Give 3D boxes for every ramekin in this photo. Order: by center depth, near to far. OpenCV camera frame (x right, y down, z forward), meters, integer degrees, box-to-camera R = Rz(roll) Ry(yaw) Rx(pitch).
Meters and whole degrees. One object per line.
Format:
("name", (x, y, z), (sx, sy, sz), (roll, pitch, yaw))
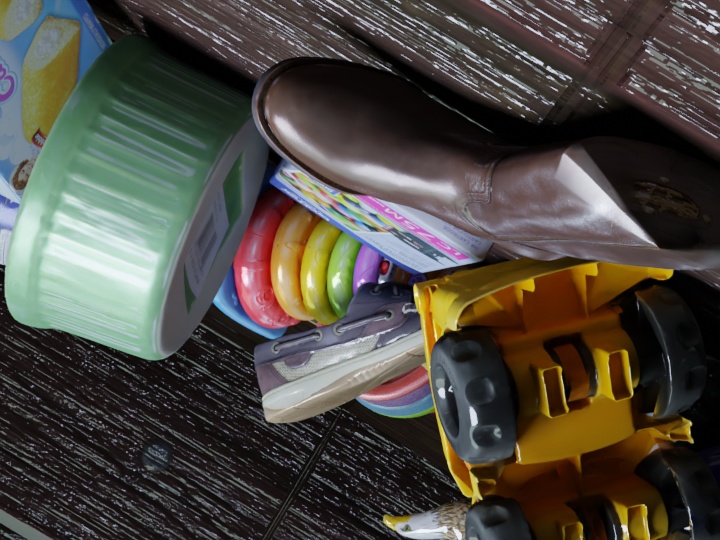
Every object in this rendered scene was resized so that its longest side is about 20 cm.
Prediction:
("ramekin", (-0.134, -0.041, 1.095), (0.098, 0.200, 0.200), (23, 171, 7))

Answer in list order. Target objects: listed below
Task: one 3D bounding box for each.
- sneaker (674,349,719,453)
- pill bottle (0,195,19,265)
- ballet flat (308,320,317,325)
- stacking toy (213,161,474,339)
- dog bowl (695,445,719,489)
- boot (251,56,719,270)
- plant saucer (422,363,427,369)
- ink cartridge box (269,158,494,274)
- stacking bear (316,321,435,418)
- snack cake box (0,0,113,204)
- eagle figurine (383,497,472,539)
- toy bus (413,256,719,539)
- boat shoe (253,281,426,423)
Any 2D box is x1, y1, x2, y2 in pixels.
("sneaker", (0.209, 0.081, 1.062), (0.200, 0.076, 0.088), (43, -177, -45))
("pill bottle", (-0.207, -0.046, 1.255), (0.200, 0.112, 0.112), (17, 173, -4))
("ballet flat", (-0.064, 0.003, 1.553), (0.200, 0.069, 0.063), (41, -179, -45))
("stacking toy", (0.000, 0.000, 1.223), (0.200, 0.116, 0.110), (12, 166, 33))
("dog bowl", (0.271, 0.171, 1.000), (0.200, 0.079, 0.200), (9, 154, 4))
("boot", (0.059, -0.049, 0.769), (0.186, 0.064, 0.200), (20, 179, -19))
("plant saucer", (0.146, 0.085, 1.258), (0.200, 0.049, 0.200), (17, 165, 29))
("ink cartridge box", (0.010, -0.045, 1.076), (0.119, 0.042, 0.200), (33, 173, -9))
("stacking bear", (0.043, 0.069, 1.418), (0.121, 0.114, 0.200), (28, 176, 20))
("snack cake box", (-0.224, -0.137, 1.019), (0.067, 0.115, 0.200), (28, 165, 21))
("eagle figurine", (0.088, 0.216, 1.306), (0.151, 0.200, 0.152), (3, 178, 38))
("toy bus", (0.097, 0.085, 0.964), (0.192, 0.136, 0.200), (-158, 56, -71))
("boat shoe", (0.015, 0.038, 1.151), (0.065, 0.200, 0.072), (66, -162, 12))
